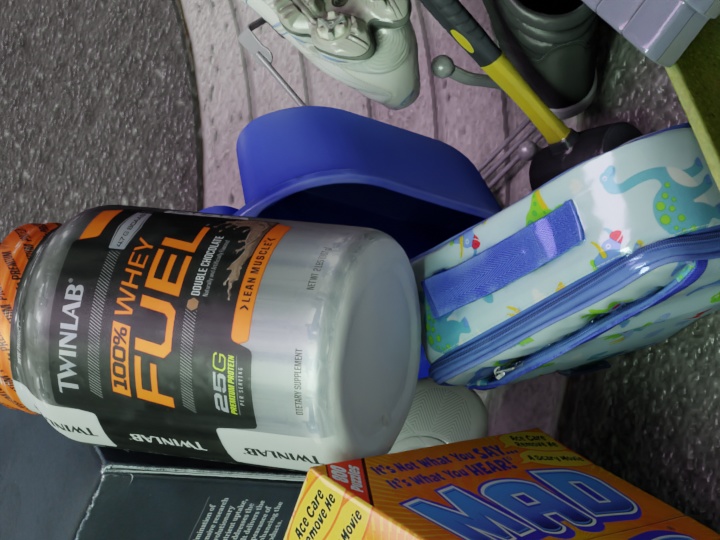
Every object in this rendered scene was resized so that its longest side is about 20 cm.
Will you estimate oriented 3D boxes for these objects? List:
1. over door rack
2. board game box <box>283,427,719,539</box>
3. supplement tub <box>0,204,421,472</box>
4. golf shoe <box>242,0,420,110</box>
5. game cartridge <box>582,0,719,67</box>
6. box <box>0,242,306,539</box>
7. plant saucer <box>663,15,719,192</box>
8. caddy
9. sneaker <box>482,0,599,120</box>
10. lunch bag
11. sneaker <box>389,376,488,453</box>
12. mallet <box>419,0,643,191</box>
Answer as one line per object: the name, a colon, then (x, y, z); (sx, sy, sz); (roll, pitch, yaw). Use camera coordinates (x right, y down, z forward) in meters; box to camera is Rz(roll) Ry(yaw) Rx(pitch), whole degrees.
over door rack: (0.012, -0.104, 1.567); (0.148, 0.067, 0.200); (-45, 72, 40)
board game box: (0.075, 0.217, 1.309); (0.200, 0.200, 0.200); (30, 109, 32)
supplement tub: (-0.080, 0.032, 1.341); (0.200, 0.122, 0.123); (5, 88, 23)
golf shoe: (-0.035, -0.157, 1.512); (0.078, 0.097, 0.200); (-36, 52, -4)
game cartridge: (0.165, -0.209, 1.286); (0.200, 0.038, 0.130); (-53, 47, 12)
box: (-0.111, 0.095, 1.512); (0.124, 0.196, 0.200); (-62, 39, 26)
plant saucer: (0.236, -0.138, 1.274); (0.200, 0.048, 0.200); (-31, 56, 18)
caddy: (0.000, 0.000, 1.460); (0.142, 0.200, 0.105); (-57, 34, 28)
sneaker: (0.087, -0.190, 1.490); (0.099, 0.071, 0.200); (97, 156, -63)
lunch bag: (0.125, -0.007, 1.352); (0.200, 0.161, 0.083); (-31, 73, 46)
sneaker: (0.004, 0.148, 1.442); (0.073, 0.112, 0.200); (30, 86, 11)
mallet: (0.081, -0.109, 1.433); (0.066, 0.200, 0.041); (-9, 40, 45)
